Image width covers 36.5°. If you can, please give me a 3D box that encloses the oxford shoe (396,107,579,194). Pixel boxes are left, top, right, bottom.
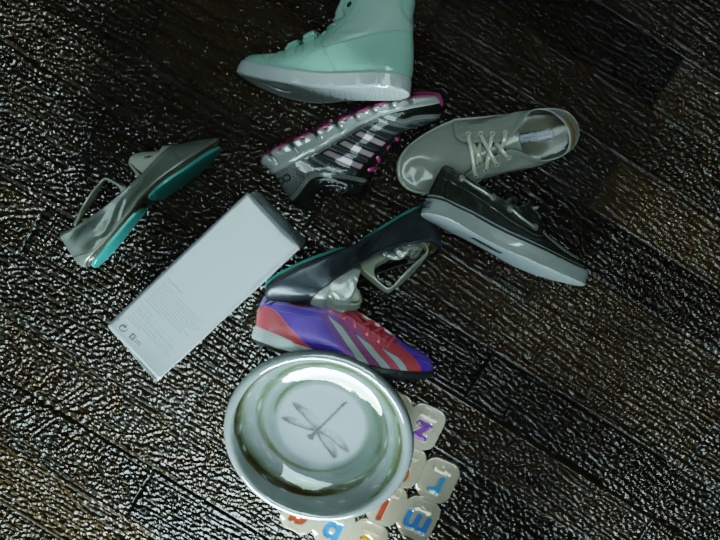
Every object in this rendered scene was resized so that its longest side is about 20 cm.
[{"bbox_3d":[0.134,-0.129,1.151,0.199,0.058,0.075,-13,99,4],"label":"oxford shoe"}]

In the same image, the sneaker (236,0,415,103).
[{"bbox_3d":[-0.031,-0.237,1.121,0.200,0.074,0.119,6,83,28],"label":"sneaker"}]

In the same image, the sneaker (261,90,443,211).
[{"bbox_3d":[0.001,-0.123,1.146,0.199,0.074,0.088,-24,102,1],"label":"sneaker"}]

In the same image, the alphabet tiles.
[{"bbox_3d":[0.002,0.216,1.199,0.200,0.015,0.196,24,101,-2],"label":"alphabet tiles"}]

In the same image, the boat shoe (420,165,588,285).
[{"bbox_3d":[0.161,-0.045,1.141,0.200,0.071,0.064,26,82,-18],"label":"boat shoe"}]

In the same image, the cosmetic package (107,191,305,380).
[{"bbox_3d":[-0.156,0.011,1.138,0.200,0.113,0.081,-41,93,6],"label":"cosmetic package"}]

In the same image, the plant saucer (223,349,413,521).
[{"bbox_3d":[-0.042,0.166,1.149,0.199,0.050,0.201,3,112,7],"label":"plant saucer"}]

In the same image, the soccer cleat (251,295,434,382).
[{"bbox_3d":[-0.014,0.068,1.166,0.199,0.068,0.073,14,91,1],"label":"soccer cleat"}]

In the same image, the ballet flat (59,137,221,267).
[{"bbox_3d":[-0.237,-0.087,1.153,0.200,0.067,0.064,-42,87,4],"label":"ballet flat"}]

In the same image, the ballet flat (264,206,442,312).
[{"bbox_3d":[0.000,0.000,1.134,0.200,0.073,0.073,-26,95,-16],"label":"ballet flat"}]
